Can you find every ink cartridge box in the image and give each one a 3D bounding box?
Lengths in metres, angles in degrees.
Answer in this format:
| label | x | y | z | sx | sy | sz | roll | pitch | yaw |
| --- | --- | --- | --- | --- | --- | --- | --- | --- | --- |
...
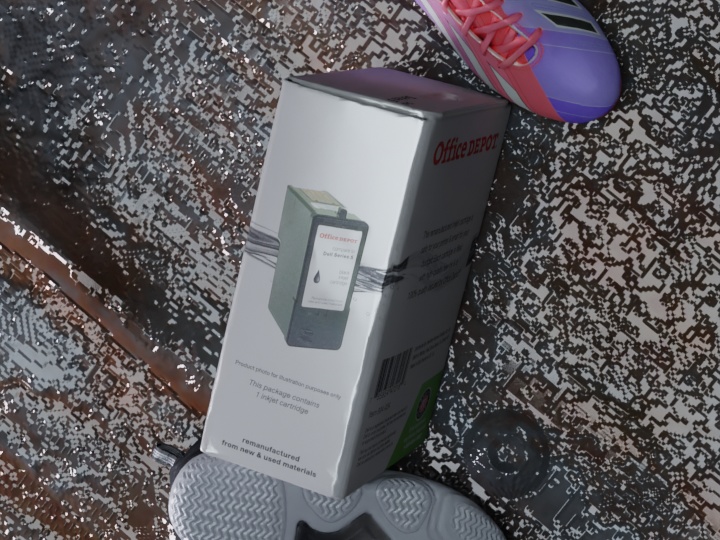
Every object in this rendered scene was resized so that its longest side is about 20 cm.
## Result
| label | x | y | z | sx | sy | sz | roll | pitch | yaw |
| --- | --- | --- | --- | --- | --- | --- | --- | --- | --- |
| ink cartridge box | 0.000 | 0.000 | 1.116 | 0.084 | 0.145 | 0.201 | 17 | 102 | 17 |

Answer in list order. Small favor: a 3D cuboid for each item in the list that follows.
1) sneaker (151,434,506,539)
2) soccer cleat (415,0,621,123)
| label | x | y | z | sx | sy | sz | roll | pitch | yaw |
| --- | --- | --- | --- | --- | --- | --- | --- | --- | --- |
| sneaker | -0.019 | 0.128 | 1.180 | 0.200 | 0.114 | 0.076 | 16 | 97 | -21 |
| soccer cleat | 0.053 | -0.150 | 1.113 | 0.067 | 0.076 | 0.200 | -45 | 83 | 19 |
